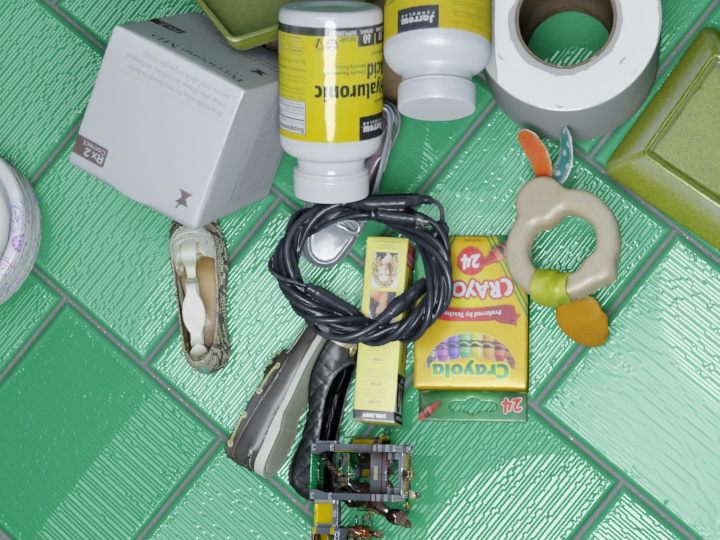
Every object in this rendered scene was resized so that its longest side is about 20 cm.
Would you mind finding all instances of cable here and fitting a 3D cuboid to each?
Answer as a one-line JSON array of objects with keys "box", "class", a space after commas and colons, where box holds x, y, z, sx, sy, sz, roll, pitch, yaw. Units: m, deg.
[{"box": [0.000, 0.000, 1.691, 0.198, 0.051, 0.165, -3, 85, 6], "class": "cable"}]

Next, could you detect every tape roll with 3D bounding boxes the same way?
[{"box": [0.225, -0.253, 1.715, 0.201, 0.139, 0.204, -1, 80, 9], "class": "tape roll"}]

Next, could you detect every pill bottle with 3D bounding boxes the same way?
[{"box": [-0.031, -0.177, 1.659, 0.110, 0.111, 0.202, 3, 108, 10], "class": "pill bottle"}, {"box": [0.079, -0.262, 1.623, 0.111, 0.112, 0.202, -1, 78, 9], "class": "pill bottle"}]

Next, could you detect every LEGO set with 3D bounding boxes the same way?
[{"box": [0.023, 0.257, 1.662, 0.115, 0.154, 0.202, -2, 73, 27], "class": "LEGO set"}]

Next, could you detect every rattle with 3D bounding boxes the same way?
[{"box": [0.227, -0.041, 1.705, 0.130, 0.142, 0.201, -36, 50, 28], "class": "rattle"}]

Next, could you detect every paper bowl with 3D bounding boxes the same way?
[{"box": [-0.463, -0.045, 1.817, 0.199, 0.104, 0.202, -2, 80, 10], "class": "paper bowl"}]

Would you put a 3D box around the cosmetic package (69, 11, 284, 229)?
[{"box": [-0.180, -0.167, 1.717, 0.164, 0.200, 0.166, 27, 110, 12], "class": "cosmetic package"}]

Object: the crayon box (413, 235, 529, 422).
[{"box": [0.123, 0.064, 1.727, 0.126, 0.051, 0.202, -1, 81, 9], "class": "crayon box"}]

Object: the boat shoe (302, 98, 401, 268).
[{"box": [-0.013, -0.095, 1.752, 0.074, 0.065, 0.203, 27, 100, -1], "class": "boat shoe"}]

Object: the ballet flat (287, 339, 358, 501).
[{"box": [-0.029, 0.154, 1.726, 0.057, 0.066, 0.202, 16, 95, 32], "class": "ballet flat"}]

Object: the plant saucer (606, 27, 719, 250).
[{"box": [0.399, -0.138, 1.706, 0.199, 0.048, 0.200, 36, 88, 13], "class": "plant saucer"}]

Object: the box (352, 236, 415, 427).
[{"box": [0.026, 0.068, 1.732, 0.050, 0.075, 0.202, 3, 80, 9], "class": "box"}]

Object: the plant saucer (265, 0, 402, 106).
[{"box": [-0.009, -0.256, 1.808, 0.199, 0.035, 0.202, -1, 81, 9], "class": "plant saucer"}]

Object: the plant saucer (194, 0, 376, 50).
[{"box": [-0.105, -0.321, 1.756, 0.199, 0.048, 0.200, -22, 54, -25], "class": "plant saucer"}]

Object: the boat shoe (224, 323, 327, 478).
[{"box": [-0.084, 0.126, 1.741, 0.060, 0.072, 0.202, 22, 78, 23], "class": "boat shoe"}]

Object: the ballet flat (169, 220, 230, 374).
[{"box": [-0.182, 0.015, 1.774, 0.067, 0.075, 0.202, -9, 80, 9], "class": "ballet flat"}]
